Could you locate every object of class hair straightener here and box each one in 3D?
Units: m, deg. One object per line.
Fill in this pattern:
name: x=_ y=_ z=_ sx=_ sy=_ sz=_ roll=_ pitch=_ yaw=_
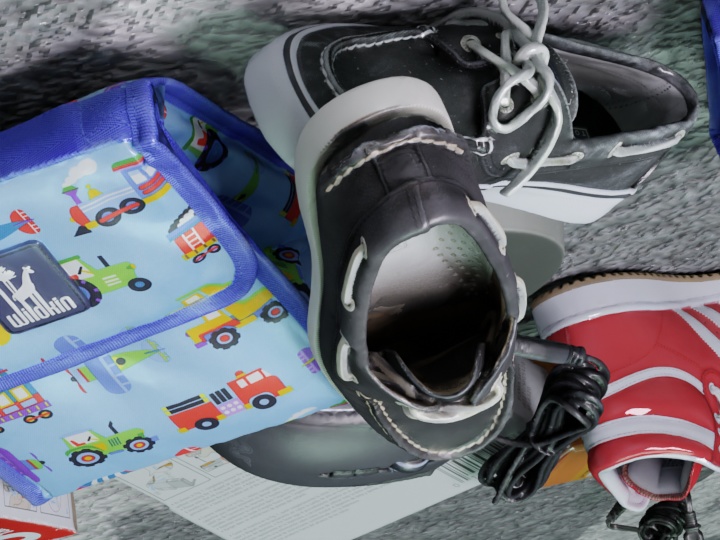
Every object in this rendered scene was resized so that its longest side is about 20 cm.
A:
hair straightener: x=0.187 y=0.147 z=1.824 sx=0.041 sy=0.077 sz=0.200 roll=-13 pitch=164 yaw=-14

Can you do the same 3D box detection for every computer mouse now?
computer mouse: x=0.017 y=0.068 z=1.352 sx=0.199 sy=0.046 sz=0.140 roll=14 pitch=145 yaw=-18

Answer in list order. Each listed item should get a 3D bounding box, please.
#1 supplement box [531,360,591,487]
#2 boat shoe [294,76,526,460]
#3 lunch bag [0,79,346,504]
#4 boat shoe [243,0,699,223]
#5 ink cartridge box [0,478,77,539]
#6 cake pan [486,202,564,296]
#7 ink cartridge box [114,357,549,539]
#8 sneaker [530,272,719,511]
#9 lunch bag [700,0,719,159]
supplement box: x=0.180 y=0.060 z=1.548 sx=0.199 sy=0.067 sz=0.069 roll=-9 pitch=160 yaw=-23
boat shoe: x=0.023 y=0.017 z=0.977 sx=0.074 sy=0.060 sz=0.200 roll=-19 pitch=145 yaw=-8
lunch bag: x=-0.104 y=-0.007 z=1.028 sx=0.150 sy=0.094 sz=0.200 roll=-18 pitch=152 yaw=18
boat shoe: x=0.046 y=-0.058 z=1.008 sx=0.199 sy=0.074 sz=0.068 roll=12 pitch=141 yaw=-45
ink cartridge box: x=-0.234 y=0.070 z=1.121 sx=0.175 sy=0.084 sz=0.200 roll=-13 pitch=166 yaw=21
cake pan: x=0.000 y=0.000 z=1.227 sx=0.199 sy=0.037 sz=0.200 roll=-15 pitch=164 yaw=-4
ink cartridge box: x=-0.026 y=0.073 z=1.444 sx=0.200 sy=0.044 sz=0.173 roll=-26 pitch=137 yaw=34
sneaker: x=0.175 y=0.060 z=1.455 sx=0.199 sy=0.113 sz=0.071 roll=-2 pitch=159 yaw=-40
lunch bag: x=0.208 y=-0.081 z=1.098 sx=0.150 sy=0.094 sz=0.200 roll=-16 pitch=152 yaw=4
